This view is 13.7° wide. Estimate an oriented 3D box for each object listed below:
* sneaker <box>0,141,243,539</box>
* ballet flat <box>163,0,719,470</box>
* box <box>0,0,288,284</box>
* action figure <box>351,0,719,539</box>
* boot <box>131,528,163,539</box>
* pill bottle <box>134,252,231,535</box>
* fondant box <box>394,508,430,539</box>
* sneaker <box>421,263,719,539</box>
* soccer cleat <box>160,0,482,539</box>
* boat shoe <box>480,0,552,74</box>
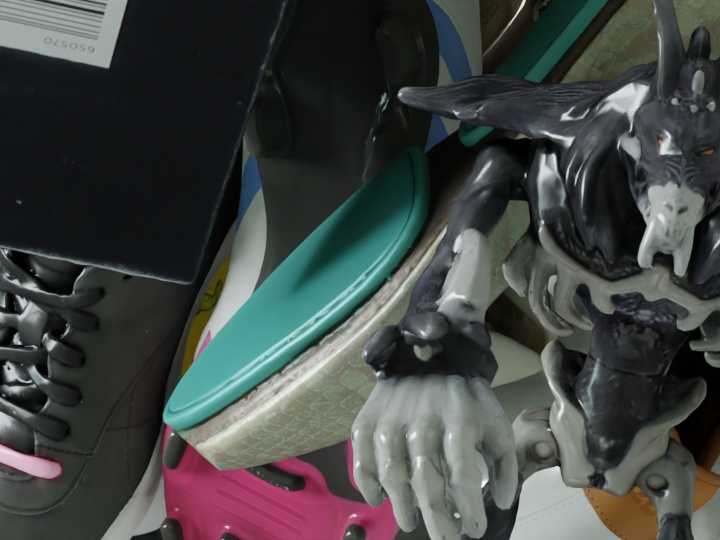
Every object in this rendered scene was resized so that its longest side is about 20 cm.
[{"bbox_3d":[-0.081,0.003,0.769,0.200,0.071,0.099,-63,-23,-7],"label":"sneaker"},{"bbox_3d":[0.037,-0.010,0.672,0.200,0.062,0.067,-46,14,23],"label":"ballet flat"},{"bbox_3d":[-0.056,-0.134,0.647,0.200,0.104,0.182,112,166,-51],"label":"box"},{"bbox_3d":[0.056,0.034,0.611,0.102,0.119,0.200,-88,7,-66],"label":"action figure"},{"bbox_3d":[-0.066,0.035,0.976,0.200,0.070,0.132,-55,43,8],"label":"boot"},{"bbox_3d":[-0.083,0.008,0.878,0.104,0.104,0.200,160,130,-81],"label":"pill bottle"},{"bbox_3d":[-0.006,0.124,0.970,0.144,0.058,0.200,-62,-2,-36],"label":"fondant box"},{"bbox_3d":[0.078,0.000,0.753,0.085,0.073,0.200,-27,31,33],"label":"sneaker"},{"bbox_3d":[0.000,0.000,0.770,0.086,0.070,0.200,-41,-33,-58],"label":"soccer cleat"},{"bbox_3d":[0.048,-0.104,0.817,0.075,0.075,0.203,-3,-54,-61],"label":"boat shoe"}]
